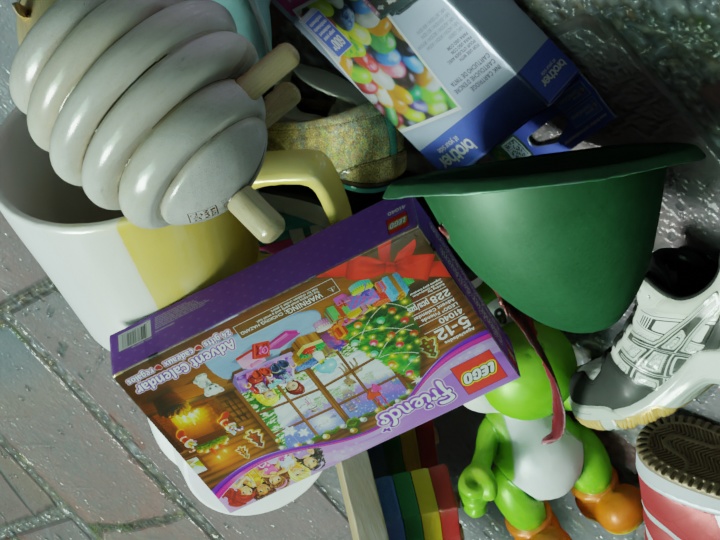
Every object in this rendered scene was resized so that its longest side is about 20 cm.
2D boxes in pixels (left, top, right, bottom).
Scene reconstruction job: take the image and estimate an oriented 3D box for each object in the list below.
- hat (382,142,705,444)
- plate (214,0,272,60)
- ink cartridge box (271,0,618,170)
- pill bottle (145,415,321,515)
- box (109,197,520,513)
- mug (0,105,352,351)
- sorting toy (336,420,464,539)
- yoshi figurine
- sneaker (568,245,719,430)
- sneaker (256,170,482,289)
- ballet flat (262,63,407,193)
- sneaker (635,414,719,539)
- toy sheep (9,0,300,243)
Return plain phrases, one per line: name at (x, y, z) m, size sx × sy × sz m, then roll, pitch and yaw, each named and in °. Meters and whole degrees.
hat at (0.111, 0.028, 1.143) m, size 0.166 × 0.200 × 0.176 m, roll -3°, pitch 97°, yaw 34°
plate at (-0.097, -0.199, 1.209) m, size 0.200 × 0.026 × 0.200 m, roll 55°, pitch 169°, yaw 15°
ink cartridge box at (0.038, -0.126, 1.199) m, size 0.200 × 0.042 × 0.119 m, roll 43°, pitch 149°, yaw -7°
pill bottle at (-0.092, 0.065, 1.414) m, size 0.114 × 0.114 × 0.200 m, roll 67°, pitch 175°, yaw -36°
box at (-0.026, 0.050, 1.254) m, size 0.200 × 0.039 × 0.137 m, roll -26°, pitch 129°, yaw 12°
mug at (-0.114, -0.019, 1.273) m, size 0.187 × 0.149 × 0.153 m, roll 27°, pitch 149°, yaw 36°
sorting toy at (0.026, 0.156, 1.436) m, size 0.070 × 0.200 × 0.199 m, roll -13°, pitch 141°, yaw -3°
yoshi figurine at (0.112, 0.099, 1.347) m, size 0.112 × 0.112 × 0.200 m, roll -8°, pitch 123°, yaw 31°
sneaker at (0.181, 0.029, 1.222) m, size 0.200 × 0.076 × 0.088 m, roll -28°, pitch 96°, yaw 50°
sneaker at (0.000, 0.000, 1.347) m, size 0.200 × 0.084 × 0.121 m, roll 27°, pitch 142°, yaw 34°
ballet flat at (-0.055, -0.097, 1.318) m, size 0.200 × 0.071 × 0.071 m, roll 15°, pitch 140°, yaw 36°
sneaker at (0.254, 0.173, 1.307) m, size 0.200 × 0.071 × 0.113 m, roll 29°, pitch 143°, yaw 31°
toy sheep at (-0.108, -0.091, 1.145) m, size 0.200 × 0.138 × 0.138 m, roll 44°, pitch 150°, yaw 17°
